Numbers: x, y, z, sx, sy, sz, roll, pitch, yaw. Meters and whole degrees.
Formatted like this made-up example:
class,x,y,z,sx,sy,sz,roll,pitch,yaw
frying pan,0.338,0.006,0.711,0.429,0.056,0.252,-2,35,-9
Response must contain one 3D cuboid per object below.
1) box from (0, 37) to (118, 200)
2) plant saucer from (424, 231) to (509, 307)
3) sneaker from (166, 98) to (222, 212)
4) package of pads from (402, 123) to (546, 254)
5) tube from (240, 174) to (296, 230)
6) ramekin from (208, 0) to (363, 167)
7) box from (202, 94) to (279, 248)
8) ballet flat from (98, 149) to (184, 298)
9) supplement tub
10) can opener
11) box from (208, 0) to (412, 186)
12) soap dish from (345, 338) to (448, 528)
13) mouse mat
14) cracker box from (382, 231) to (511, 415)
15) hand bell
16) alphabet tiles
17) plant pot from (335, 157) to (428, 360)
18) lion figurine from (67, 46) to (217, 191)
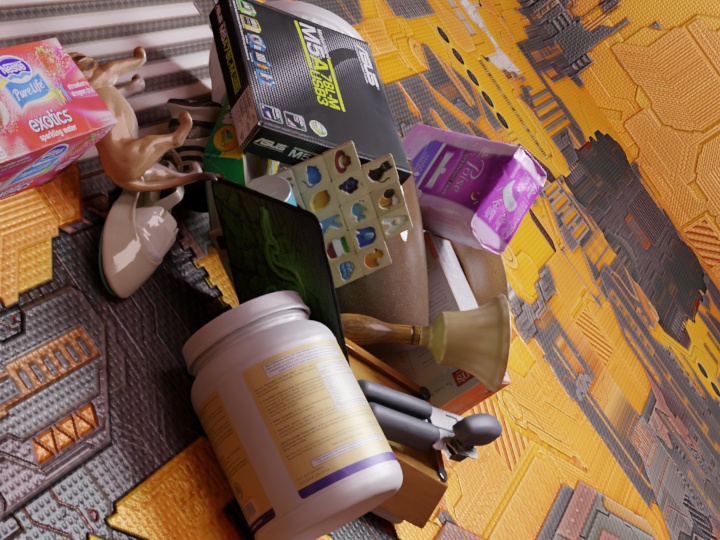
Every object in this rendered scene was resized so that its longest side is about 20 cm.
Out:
class,x,y,z,sx,sy,sz,roll,pitch,yaw
box,-0.310,-0.123,1.089,0.100,0.095,0.200,53,24,-1
plant saucer,0.108,0.029,1.576,0.035,0.200,0.201,-4,58,-32
sneaker,-0.177,-0.122,1.388,0.201,0.075,0.116,-60,155,-86
package of pads,0.111,-0.100,1.520,0.199,0.121,0.076,21,-14,48
tube,-0.076,-0.006,1.286,0.050,0.077,0.201,53,-17,42
ramekin,-0.084,-0.209,1.505,0.202,0.202,0.095,37,41,-34
box,-0.119,-0.127,1.342,0.201,0.048,0.118,-75,168,-52
ballet flat,-0.203,-0.053,1.226,0.069,0.069,0.201,41,28,-28
supplement tub,-0.065,0.135,1.152,0.145,0.145,0.201,2,58,-61
can opener,0.069,0.145,1.282,0.199,0.067,0.054,25,37,-47
box,-0.053,-0.184,1.327,0.192,0.048,0.201,13,46,-33
soap dish,0.003,0.159,1.324,0.200,0.081,0.158,35,32,-36
mouse mat,-0.075,0.015,1.218,0.008,0.160,0.201,-34,128,-32
cracker box,0.077,0.076,1.500,0.058,0.134,0.201,19,43,-51
hand bell,0.051,0.067,1.353,0.198,0.105,0.105,6,40,-8
alphabet tiles,-0.047,-0.042,1.302,0.006,0.199,0.167,-118,-174,-49
plant pot,0.000,0.000,1.438,0.187,0.186,0.202,-17,88,-65
lion figurine,-0.235,-0.137,1.208,0.122,0.073,0.200,-28,68,-30
